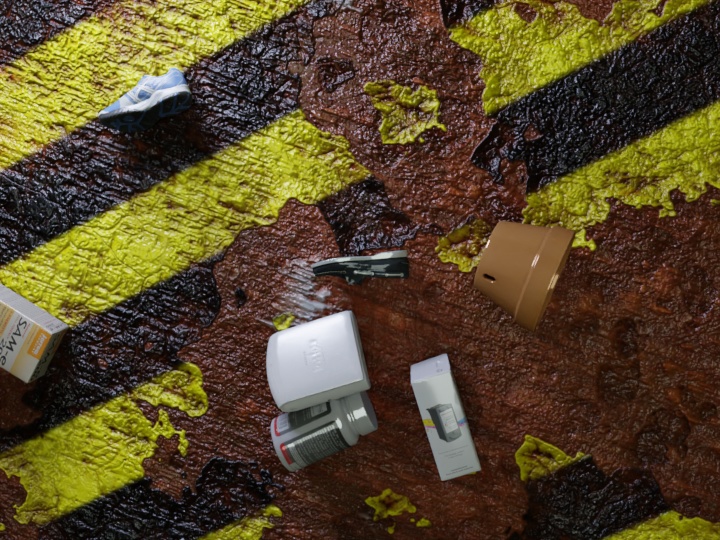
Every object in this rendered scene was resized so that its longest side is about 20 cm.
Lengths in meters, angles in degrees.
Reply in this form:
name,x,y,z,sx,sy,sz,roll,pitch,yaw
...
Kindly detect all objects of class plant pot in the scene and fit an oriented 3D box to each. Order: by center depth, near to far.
name,x,y,z,sx,sy,sz,roll,pitch,yaw
plant pot,0.303,-0.003,1.293,0.138,0.200,0.203,23,98,18

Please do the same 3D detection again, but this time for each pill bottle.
name,x,y,z,sx,sy,sz,roll,pitch,yaw
pill bottle,-0.071,0.315,1.384,0.197,0.114,0.115,-25,94,6

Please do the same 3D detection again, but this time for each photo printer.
name,x,y,z,sx,sy,sz,roll,pitch,yaw
photo printer,-0.091,0.183,1.361,0.197,0.070,0.169,-17,60,7

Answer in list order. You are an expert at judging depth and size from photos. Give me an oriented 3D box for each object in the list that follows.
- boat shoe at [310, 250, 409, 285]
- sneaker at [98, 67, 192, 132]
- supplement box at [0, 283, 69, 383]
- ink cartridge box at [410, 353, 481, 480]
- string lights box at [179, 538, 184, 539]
name,x,y,z,sx,sy,sz,roll,pitch,yaw
boat shoe,0.000,0.000,1.364,0.196,0.076,0.061,-7,90,6
sneaker,-0.430,-0.338,1.369,0.197,0.076,0.078,-18,73,6
supplement box,-0.735,0.125,1.432,0.198,0.074,0.127,31,98,0
ink cartridge box,0.164,0.284,1.346,0.084,0.148,0.203,-18,94,5
string lights box,-0.385,0.699,1.477,0.102,0.059,0.202,-26,94,7
